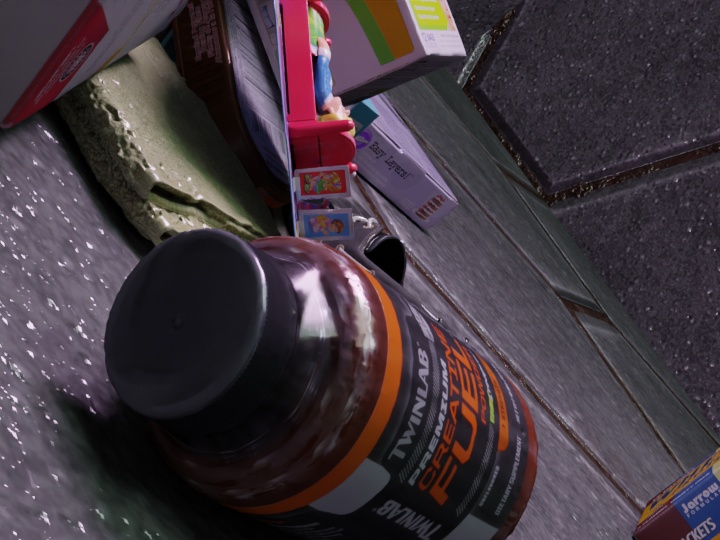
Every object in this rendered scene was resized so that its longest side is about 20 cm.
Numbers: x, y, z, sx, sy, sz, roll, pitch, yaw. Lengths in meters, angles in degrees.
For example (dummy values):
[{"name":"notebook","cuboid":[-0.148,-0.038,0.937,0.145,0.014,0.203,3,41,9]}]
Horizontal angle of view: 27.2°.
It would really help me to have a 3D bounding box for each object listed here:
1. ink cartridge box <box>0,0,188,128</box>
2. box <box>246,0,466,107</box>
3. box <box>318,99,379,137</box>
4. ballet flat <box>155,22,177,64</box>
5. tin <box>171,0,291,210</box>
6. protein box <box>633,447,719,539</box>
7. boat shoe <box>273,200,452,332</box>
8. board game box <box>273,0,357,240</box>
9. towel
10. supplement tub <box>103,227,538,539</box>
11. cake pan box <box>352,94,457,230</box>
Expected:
[{"name":"ink cartridge box","cuboid":[-0.116,-0.167,0.690,0.085,0.148,0.200,40,24,-6]},{"name":"box","cuboid":[-0.021,-0.216,0.980,0.201,0.101,0.112,69,20,-1]},{"name":"box","cuboid":[-0.077,-0.174,1.167,0.201,0.082,0.049,54,10,19]},{"name":"ballet flat","cuboid":[-0.118,-0.169,1.044,0.075,0.068,0.200,41,11,17]},{"name":"tin","cuboid":[-0.076,-0.132,0.959,0.112,0.042,0.201,40,36,-61]},{"name":"protein box","cuboid":[0.369,0.266,1.356,0.200,0.135,0.198,52,11,10]},{"name":"boat shoe","cuboid":[0.000,0.000,0.936,0.072,0.068,0.200,40,13,-38]},{"name":"board game box","cuboid":[-0.024,-0.097,0.840,0.158,0.039,0.202,-97,-177,-70]},{"name":"towel","cuboid":[-0.118,-0.079,0.799,0.201,0.036,0.148,57,13,25]},{"name":"supplement tub","cuboid":[-0.013,0.054,0.592,0.200,0.107,0.107,35,18,-52]},{"name":"cake pan box","cuboid":[-0.001,-0.152,1.490,0.200,0.052,0.185,38,15,-50]}]
